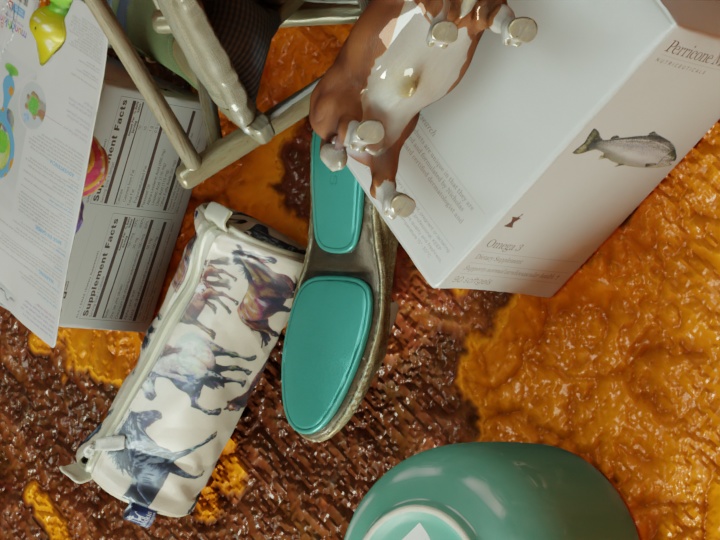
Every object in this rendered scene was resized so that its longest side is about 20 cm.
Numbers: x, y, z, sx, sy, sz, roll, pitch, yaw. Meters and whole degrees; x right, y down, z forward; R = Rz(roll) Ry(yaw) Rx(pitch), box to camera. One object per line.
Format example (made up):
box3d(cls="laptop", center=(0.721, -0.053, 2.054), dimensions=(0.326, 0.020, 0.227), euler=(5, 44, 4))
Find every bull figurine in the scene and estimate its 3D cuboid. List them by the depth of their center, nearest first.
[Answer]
box3d(cls="bull figurine", center=(0.035, -0.126, 1.373), dimensions=(0.201, 0.065, 0.122), euler=(-60, 21, 27))

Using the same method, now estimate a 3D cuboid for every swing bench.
box3d(cls="swing bench", center=(-0.045, -0.174, 1.458), dimensions=(0.199, 0.199, 0.130), euler=(-17, 55, 9))

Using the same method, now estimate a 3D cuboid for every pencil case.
box3d(cls="pencil case", center=(-0.100, 0.053, 1.604), dimensions=(0.078, 0.089, 0.201), euler=(37, 107, 34))

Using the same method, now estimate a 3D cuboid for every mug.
box3d(cls="mug", center=(0.061, 0.186, 1.454), dimensions=(0.151, 0.114, 0.186), euler=(5, 89, 37))

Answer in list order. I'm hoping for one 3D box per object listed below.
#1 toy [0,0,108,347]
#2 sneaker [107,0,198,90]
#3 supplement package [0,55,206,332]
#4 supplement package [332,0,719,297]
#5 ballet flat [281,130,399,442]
box3d(cls="toy", center=(-0.178, -0.071, 1.553), dimensions=(0.115, 0.047, 0.201), euler=(34, 123, 44))
box3d(cls="sneaker", center=(-0.141, -0.165, 1.671), dimensions=(0.090, 0.067, 0.201), euler=(-52, 59, 31))
box3d(cls="supplement package", center=(-0.214, -0.070, 1.686), dimensions=(0.199, 0.111, 0.157), euler=(25, 101, 35))
box3d(cls="supplement package", center=(0.104, -0.095, 1.442), dimensions=(0.200, 0.117, 0.118), euler=(-48, 60, 25))
box3d(cls="ballet flat", center=(0.000, 0.000, 1.546), dimensions=(0.070, 0.065, 0.201), euler=(11, 94, 37))
